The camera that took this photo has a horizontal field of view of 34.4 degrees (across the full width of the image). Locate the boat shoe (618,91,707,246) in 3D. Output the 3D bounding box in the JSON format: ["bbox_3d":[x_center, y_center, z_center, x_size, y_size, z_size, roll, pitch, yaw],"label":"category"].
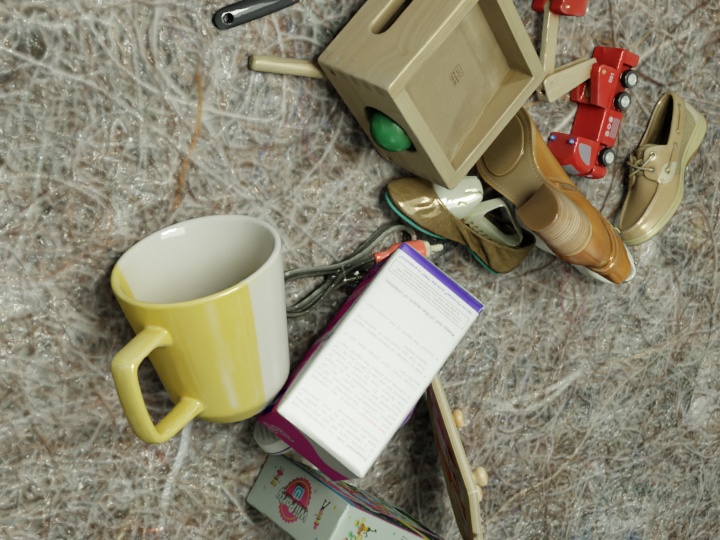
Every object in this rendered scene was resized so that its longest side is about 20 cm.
[{"bbox_3d":[0.339,-0.119,1.356,0.064,0.071,0.200,39,62,-23],"label":"boat shoe"}]

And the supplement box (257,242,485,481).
[{"bbox_3d":[0.009,0.088,1.085,0.103,0.101,0.200,38,70,-5],"label":"supplement box"}]

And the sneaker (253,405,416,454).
[{"bbox_3d":[-0.010,0.145,1.184,0.200,0.073,0.114,-37,123,-22],"label":"sneaker"}]

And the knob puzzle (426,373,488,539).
[{"bbox_3d":[0.108,0.210,1.216,0.030,0.220,0.220,-14,112,-4],"label":"knob puzzle"}]

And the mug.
[{"bbox_3d":[-0.145,0.059,1.033,0.186,0.149,0.153,-25,124,-22],"label":"mug"}]

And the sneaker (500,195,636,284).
[{"bbox_3d":[0.241,-0.044,1.307,0.200,0.071,0.073,26,87,-36],"label":"sneaker"}]

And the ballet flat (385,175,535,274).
[{"bbox_3d":[0.114,-0.057,1.210,0.072,0.068,0.200,-34,133,29],"label":"ballet flat"}]

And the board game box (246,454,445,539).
[{"bbox_3d":[0.004,0.266,1.176,0.200,0.147,0.064,31,85,-37],"label":"board game box"}]

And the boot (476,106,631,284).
[{"bbox_3d":[0.207,-0.080,1.219,0.077,0.200,0.155,-44,134,17],"label":"boot"}]

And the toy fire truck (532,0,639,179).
[{"bbox_3d":[0.236,-0.210,1.275,0.141,0.049,0.200,12,96,-36],"label":"toy fire truck"}]

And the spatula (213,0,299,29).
[{"bbox_3d":[-0.049,-0.263,1.081,0.200,0.021,0.057,-27,118,-26],"label":"spatula"}]

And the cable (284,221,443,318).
[{"bbox_3d":[0.000,0.000,1.164,0.200,0.050,0.097,-2,91,-33],"label":"cable"}]

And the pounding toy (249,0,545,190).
[{"bbox_3d":[0.039,-0.192,1.108,0.200,0.142,0.184,-50,138,-11],"label":"pounding toy"}]
